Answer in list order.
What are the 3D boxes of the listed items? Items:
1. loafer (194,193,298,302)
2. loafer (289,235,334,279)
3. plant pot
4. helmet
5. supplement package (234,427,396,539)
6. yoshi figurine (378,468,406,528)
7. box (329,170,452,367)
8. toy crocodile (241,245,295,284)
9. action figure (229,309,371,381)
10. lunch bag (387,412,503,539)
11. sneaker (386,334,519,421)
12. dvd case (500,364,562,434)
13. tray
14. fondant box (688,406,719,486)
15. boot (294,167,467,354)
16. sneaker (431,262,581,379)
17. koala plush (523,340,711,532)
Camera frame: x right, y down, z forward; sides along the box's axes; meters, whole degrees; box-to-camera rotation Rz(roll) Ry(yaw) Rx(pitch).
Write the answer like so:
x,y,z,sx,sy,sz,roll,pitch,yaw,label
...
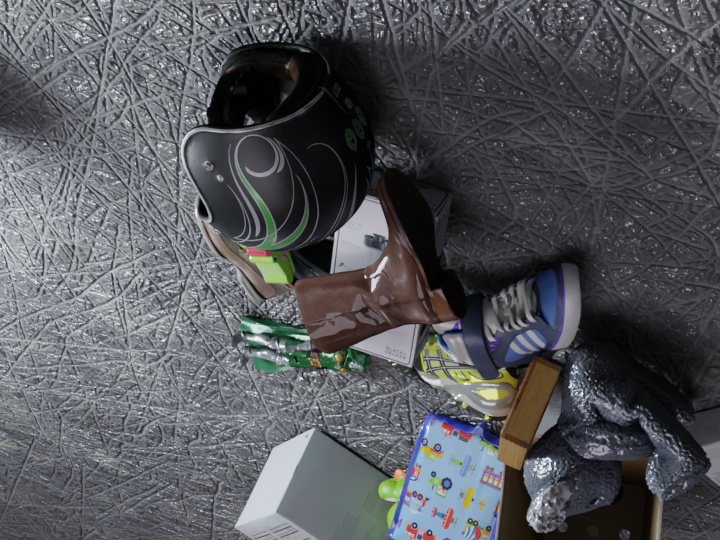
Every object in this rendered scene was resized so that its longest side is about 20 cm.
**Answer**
x,y,z,sx,sy,sz,roll,pitch,yaw,label
-0.135,-0.034,1.678,0.062,0.072,0.200,-8,143,19,loafer
0.000,0.000,1.613,0.199,0.068,0.071,15,156,24,loafer
0.287,0.325,1.742,0.198,0.202,0.177,4,168,18,plant pot
-0.082,-0.114,1.400,0.198,0.201,0.192,9,137,26,helmet
-0.054,0.371,2.109,0.199,0.153,0.150,36,148,-15,supplement package
0.117,0.362,2.021,0.199,0.113,0.113,8,151,32,yoshi figurine
0.029,-0.003,1.527,0.116,0.060,0.202,16,124,15,box
-0.119,-0.069,1.582,0.067,0.062,0.202,6,124,30,toy crocodile
-0.077,0.111,1.850,0.198,0.055,0.119,4,139,25,action figure
0.139,0.296,1.874,0.150,0.094,0.202,23,114,24,lunch bag
0.112,0.110,1.707,0.199,0.075,0.077,26,110,19,sneaker
0.230,0.182,1.757,0.142,0.018,0.200,-14,130,46,dvd case
0.193,0.169,1.595,0.037,0.099,0.200,23,168,9,tray
0.494,0.231,1.599,0.200,0.059,0.144,39,146,-18,fondant box
-0.006,-0.004,1.473,0.199,0.064,0.188,-13,110,35,boot
0.154,0.053,1.529,0.145,0.081,0.200,2,155,-9,sneaker
0.259,0.200,1.559,0.183,0.178,0.200,39,110,-9,koala plush
